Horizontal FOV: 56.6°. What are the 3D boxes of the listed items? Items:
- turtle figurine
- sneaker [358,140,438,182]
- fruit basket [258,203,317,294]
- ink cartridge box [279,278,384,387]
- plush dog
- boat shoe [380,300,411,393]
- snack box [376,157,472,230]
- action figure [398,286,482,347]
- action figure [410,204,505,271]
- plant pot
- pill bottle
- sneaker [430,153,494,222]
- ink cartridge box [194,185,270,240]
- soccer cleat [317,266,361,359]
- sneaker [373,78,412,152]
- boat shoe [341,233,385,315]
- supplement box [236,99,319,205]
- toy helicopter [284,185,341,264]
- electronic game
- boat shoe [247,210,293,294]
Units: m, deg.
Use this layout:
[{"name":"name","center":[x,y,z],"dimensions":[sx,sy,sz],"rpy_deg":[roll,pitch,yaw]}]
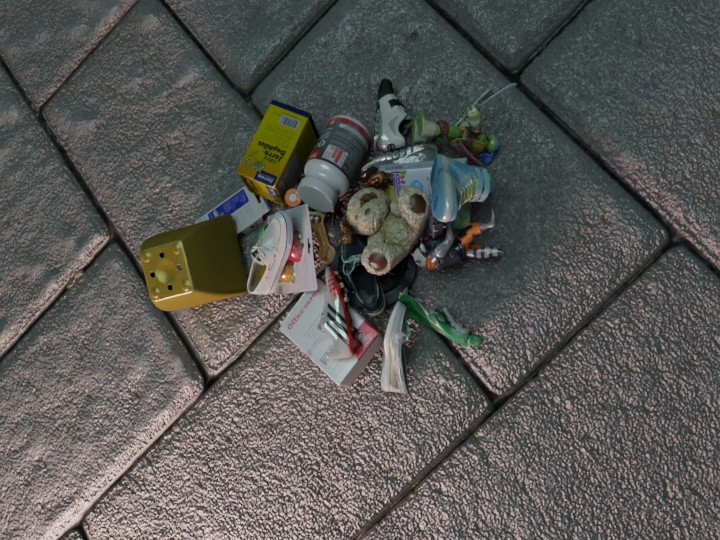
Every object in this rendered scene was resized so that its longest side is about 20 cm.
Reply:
[{"name":"turtle figurine","center":[0.214,-0.335,1.457],"dimensions":[0.188,0.204,0.145],"rpy_deg":[0,33,-10]},{"name":"sneaker","center":[0.095,-0.212,1.522],"dimensions":[0.196,0.075,0.118],"rpy_deg":[-19,76,13]},{"name":"fruit basket","center":[-0.154,-0.044,1.520],"dimensions":[0.198,0.092,0.191],"rpy_deg":[-9,88,50]},{"name":"ink cartridge box","center":[-0.061,0.140,1.498],"dimensions":[0.199,0.086,0.148],"rpy_deg":[40,91,23]},{"name":"plush dog","center":[0.048,-0.109,1.430],"dimensions":[0.171,0.160,0.202],"rpy_deg":[37,99,14]},{"name":"boat shoe","center":[0.083,0.166,1.431],"dimensions":[0.063,0.074,0.208],"rpy_deg":[8,105,8]},{"name":"snack box","center":[0.141,-0.163,1.465],"dimensions":[0.195,0.053,0.145],"rpy_deg":[-2,117,15]},{"name":"action figure","center":[0.172,0.108,1.427],"dimensions":[0.197,0.118,0.055],"rpy_deg":[31,77,13]},{"name":"action figure","center":[0.196,-0.058,1.389],"dimensions":[0.189,0.201,0.107],"rpy_deg":[-18,60,5]},{"name":"plant pot","center":[-0.402,-0.009,1.558],"dimensions":[0.191,0.200,0.199],"rpy_deg":[-13,93,15]},{"name":"pill bottle","center":[-0.060,-0.243,1.529],"dimensions":[0.113,0.117,0.203],"rpy_deg":[17,65,21]},{"name":"sneaker","center":[0.208,-0.157,1.317],"dimensions":[0.127,0.081,0.202],"rpy_deg":[12,39,-7]},{"name":"ink cartridge box","center":[-0.313,-0.131,1.664],"dimensions":[0.198,0.039,0.101],"rpy_deg":[-33,71,12]},{"name":"soccer cleat","center":[-0.059,0.091,1.429],"dimensions":[0.083,0.069,0.205],"rpy_deg":[-17,75,4]},{"name":"sneaker","center":[0.078,-0.359,1.549],"dimensions":[0.086,0.075,0.205],"rpy_deg":[-1,63,8]},{"name":"boat shoe","center":[0.000,0.000,1.458],"dimensions":[0.073,0.062,0.204],"rpy_deg":[-17,67,6]},{"name":"supplement box","center":[-0.194,-0.280,1.593],"dimensions":[0.107,0.109,0.204],"rpy_deg":[21,77,14]},{"name":"toy helicopter","center":[-0.092,-0.117,1.579],"dimensions":[0.129,0.079,0.205],"rpy_deg":[-19,84,5]},{"name":"electronic game","center":[0.031,-0.010,1.512],"dimensions":[0.194,0.042,0.205],"rpy_deg":[-4,69,11]},{"name":"boat shoe","center":[-0.205,-0.036,1.460],"dimensions":[0.071,0.069,0.203],"rpy_deg":[42,123,35]}]
